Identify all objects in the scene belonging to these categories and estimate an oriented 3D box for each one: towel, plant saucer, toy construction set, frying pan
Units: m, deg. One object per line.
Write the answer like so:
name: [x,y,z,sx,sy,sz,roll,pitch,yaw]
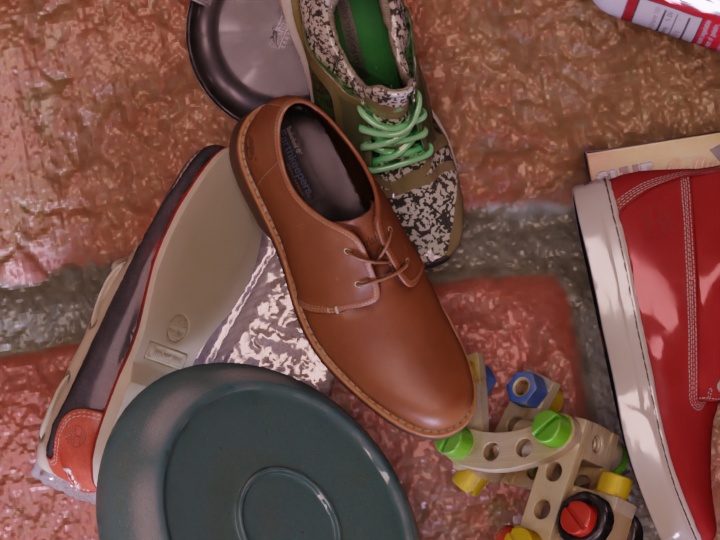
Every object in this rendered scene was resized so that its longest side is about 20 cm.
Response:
towel: [-0.081,0.054,1.293,0.133,0.034,0.200,27,94,4]
plant saucer: [-0.042,0.134,1.202,0.200,0.200,0.027,54,134,1]
toy construction set: [0.081,0.150,1.245,0.131,0.092,0.200,12,94,39]
frying pan: [-0.065,-0.159,1.290,0.115,0.031,0.190,-43,92,4]

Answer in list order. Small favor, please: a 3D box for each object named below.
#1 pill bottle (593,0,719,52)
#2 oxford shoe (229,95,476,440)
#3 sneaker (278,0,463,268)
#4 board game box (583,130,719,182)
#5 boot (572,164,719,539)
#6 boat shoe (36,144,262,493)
pill bottle: [0.189,-0.172,1.228,0.200,0.112,0.112,20,93,3]
oxford shoe: [0.000,0.000,1.211,0.071,0.071,0.200,-34,93,-19]
sneaker: [0.008,-0.086,1.238,0.077,0.089,0.200,-22,109,-4]
board game box: [0.229,-0.014,1.269,0.200,0.035,0.136,-8,91,4]
boot: [0.198,0.039,1.222,0.144,0.072,0.200,-10,88,3]
boat shoe: [-0.112,0.023,1.247,0.063,0.071,0.200,15,81,41]
